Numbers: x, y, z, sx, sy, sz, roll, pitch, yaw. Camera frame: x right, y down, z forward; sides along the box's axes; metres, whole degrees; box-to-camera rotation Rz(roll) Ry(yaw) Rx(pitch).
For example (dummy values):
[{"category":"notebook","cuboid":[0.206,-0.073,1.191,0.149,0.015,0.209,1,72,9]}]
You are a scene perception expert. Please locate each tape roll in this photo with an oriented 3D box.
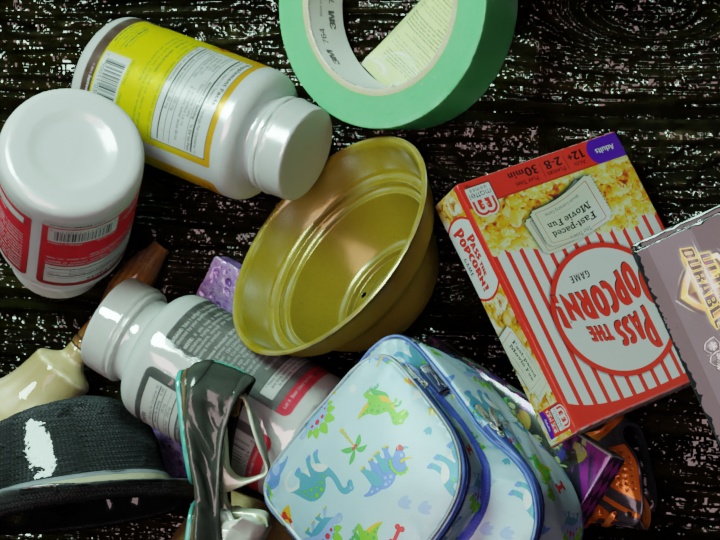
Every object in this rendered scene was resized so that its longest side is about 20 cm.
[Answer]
[{"category":"tape roll","cuboid":[0.027,-0.210,1.357,0.200,0.048,0.201,3,96,37]}]

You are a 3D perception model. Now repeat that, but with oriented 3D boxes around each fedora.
[{"category":"fedora","cuboid":[-0.226,0.152,1.394,0.200,0.201,0.092,-15,75,19]}]

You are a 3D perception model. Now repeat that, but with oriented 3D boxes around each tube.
[{"category":"tube","cuboid":[0.084,-0.214,1.371,0.052,0.058,0.200,31,110,-24]}]

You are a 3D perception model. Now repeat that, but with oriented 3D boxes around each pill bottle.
[{"category":"pill bottle","cuboid":[-0.119,0.088,1.385,0.200,0.111,0.111,30,101,14]},{"category":"pill bottle","cuboid":[-0.126,-0.125,1.399,0.200,0.109,0.109,23,100,24]},{"category":"pill bottle","cuboid":[-0.237,-0.053,1.400,0.112,0.200,0.112,5,66,-11]}]

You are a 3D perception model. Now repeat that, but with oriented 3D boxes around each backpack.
[{"category":"backpack","cuboid":[0.041,0.167,1.239,0.200,0.147,0.183,45,101,26]}]

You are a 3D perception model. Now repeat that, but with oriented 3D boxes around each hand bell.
[{"category":"hand bell","cuboid":[-0.230,0.057,1.480,0.104,0.104,0.200,40,91,13]}]

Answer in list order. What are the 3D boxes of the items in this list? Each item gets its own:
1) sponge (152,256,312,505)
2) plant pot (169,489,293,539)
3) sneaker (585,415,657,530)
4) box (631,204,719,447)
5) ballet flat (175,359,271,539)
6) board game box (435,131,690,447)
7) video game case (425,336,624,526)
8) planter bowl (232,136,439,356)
[{"category":"sponge","cuboid":[-0.118,0.100,1.459,0.111,0.030,0.200,32,101,15]},{"category":"plant pot","cuboid":[-0.109,0.280,1.401,0.186,0.186,0.200,16,83,17]},{"category":"sneaker","cuboid":[0.162,0.198,1.344,0.112,0.078,0.200,20,99,18]},{"category":"box","cuboid":[0.322,0.032,1.224,0.198,0.050,0.200,-25,85,19]},{"category":"ballet flat","cuboid":[-0.102,0.167,1.296,0.068,0.068,0.200,0,97,6]},{"category":"board game box","cuboid":[0.166,0.011,1.295,0.200,0.151,0.046,64,153,11]},{"category":"video game case","cuboid":[0.075,0.179,1.323,0.181,0.036,0.200,33,94,30]},{"category":"planter bowl","cuboid":[0.000,0.000,1.354,0.200,0.201,0.083,-41,124,16]}]
